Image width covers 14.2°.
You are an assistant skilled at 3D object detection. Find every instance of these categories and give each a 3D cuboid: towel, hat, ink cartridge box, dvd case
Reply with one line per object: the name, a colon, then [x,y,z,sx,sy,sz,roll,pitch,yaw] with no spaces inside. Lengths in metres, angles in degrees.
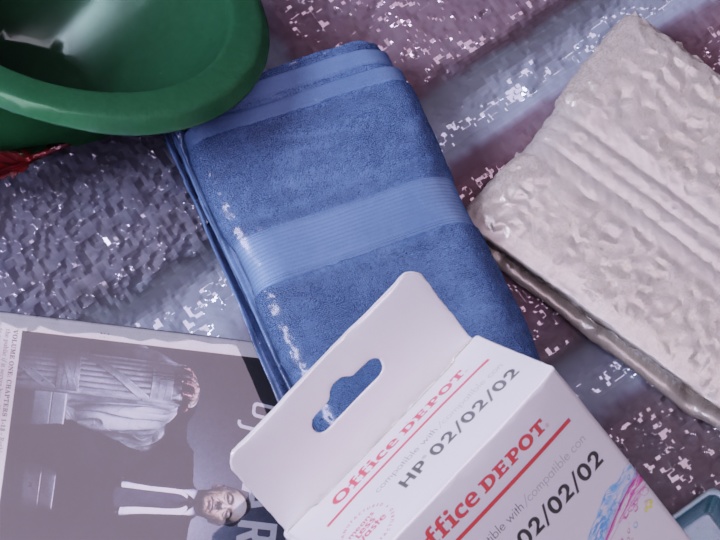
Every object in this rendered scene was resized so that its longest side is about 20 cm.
towel: [0.000,0.000,1.237,0.111,0.049,0.200,-18,65,-17]
hat: [-0.159,-0.061,1.269,0.199,0.176,0.166,8,43,-18]
ink cartridge box: [0.054,0.110,1.154,0.115,0.068,0.200,-46,116,-12]
towel: [0.159,-0.010,1.278,0.200,0.034,0.133,37,75,6]
dvd case: [-0.077,0.101,1.234,0.199,0.025,0.151,7,76,-3]

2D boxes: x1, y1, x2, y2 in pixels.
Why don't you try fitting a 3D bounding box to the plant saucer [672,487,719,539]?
plant saucer: [0.091,0.176,1.234,0.200,0.019,0.070,-33,81,-13]
